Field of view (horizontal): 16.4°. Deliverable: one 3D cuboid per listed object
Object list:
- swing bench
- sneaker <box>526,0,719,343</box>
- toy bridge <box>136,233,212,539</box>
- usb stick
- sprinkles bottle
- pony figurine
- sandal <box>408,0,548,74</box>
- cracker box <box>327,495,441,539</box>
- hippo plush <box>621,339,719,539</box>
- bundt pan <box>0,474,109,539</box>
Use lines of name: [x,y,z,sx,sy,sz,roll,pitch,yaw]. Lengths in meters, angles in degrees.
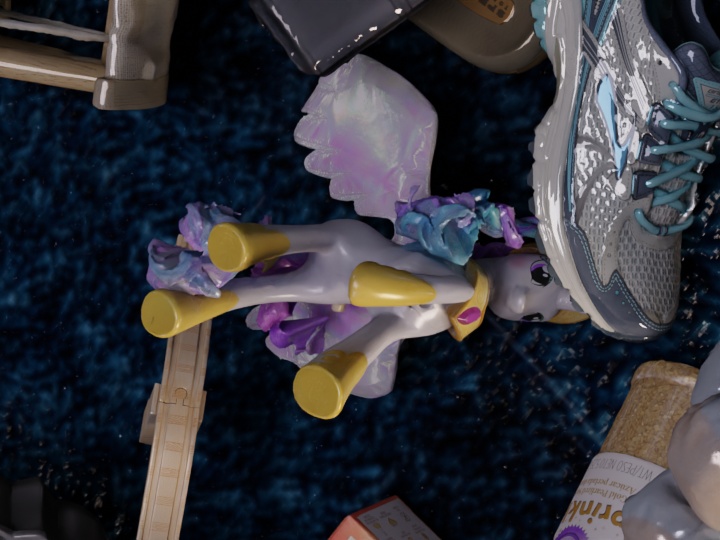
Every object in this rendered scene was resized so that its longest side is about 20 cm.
swing bench: [-0.164,-0.194,1.225,0.200,0.130,0.199,13,100,19]
sneaker: [0.126,-0.068,1.107,0.086,0.078,0.200,-6,90,40]
toy bridge: [-0.090,0.070,1.205,0.027,0.067,0.200,10,72,-7]
usb stick: [0.041,-0.162,1.139,0.200,0.033,0.055,-35,86,1]
sprinkles bottle: [0.111,0.139,1.100,0.068,0.068,0.200,21,69,23]
pony figurine: [0.000,0.000,1.147,0.193,0.200,0.167,23,112,38]
sandal: [0.008,-0.160,1.182,0.200,0.054,0.080,35,109,19]
cracker box: [0.037,0.227,1.204,0.200,0.058,0.134,45,113,16]
hippo plush: [0.181,0.053,1.004,0.159,0.161,0.200,21,123,-22]
bundt pan: [-0.202,0.176,1.266,0.202,0.076,0.202,-1,127,-1]
